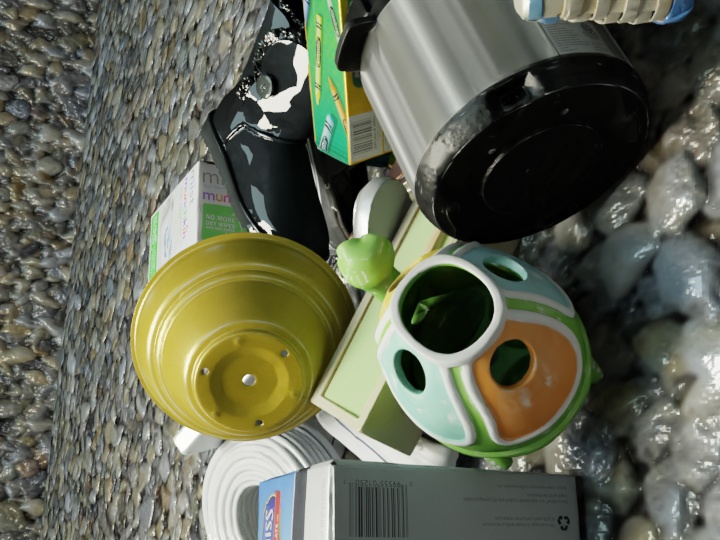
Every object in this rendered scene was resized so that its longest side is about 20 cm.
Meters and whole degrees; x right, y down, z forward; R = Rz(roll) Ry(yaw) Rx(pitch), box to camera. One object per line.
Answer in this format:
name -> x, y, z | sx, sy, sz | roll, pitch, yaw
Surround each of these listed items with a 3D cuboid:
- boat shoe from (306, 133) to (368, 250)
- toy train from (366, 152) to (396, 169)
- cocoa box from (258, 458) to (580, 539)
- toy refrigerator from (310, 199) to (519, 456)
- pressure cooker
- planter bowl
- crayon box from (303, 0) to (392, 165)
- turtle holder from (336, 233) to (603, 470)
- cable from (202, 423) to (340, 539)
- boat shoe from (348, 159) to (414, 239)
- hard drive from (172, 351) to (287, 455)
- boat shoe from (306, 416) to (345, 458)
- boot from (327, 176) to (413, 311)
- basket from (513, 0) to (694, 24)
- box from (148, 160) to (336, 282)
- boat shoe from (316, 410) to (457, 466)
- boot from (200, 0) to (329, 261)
boat shoe -> -0.019, -0.108, 0.949 | 0.066, 0.070, 0.202 | 16, 120, 37
toy train -> 0.049, -0.144, 0.928 | 0.200, 0.084, 0.117 | 32, 124, 58
cocoa box -> 0.039, 0.210, 0.686 | 0.131, 0.199, 0.134 | -31, 55, 59
toy refrigerator -> 0.043, 0.039, 0.800 | 0.076, 0.070, 0.201 | 22, 82, 53
pressure cooker -> 0.092, -0.143, 0.700 | 0.178, 0.176, 0.201 | -33, 59, 17
planter bowl -> -0.095, 0.076, 0.822 | 0.084, 0.199, 0.202 | -112, 37, -68
crayon box -> 0.019, -0.198, 0.782 | 0.058, 0.118, 0.201 | 34, 136, 48
turtle holder -> 0.073, 0.035, 0.678 | 0.140, 0.132, 0.186 | -28, 56, 13
cable -> -0.082, 0.252, 0.979 | 0.199, 0.069, 0.201 | -27, 74, 42
boat shoe -> 0.055, -0.071, 0.898 | 0.200, 0.072, 0.072 | -41, 40, 48
hard drive -> -0.088, 0.102, 0.985 | 0.026, 0.132, 0.200 | 49, 111, 19
boat shoe -> -0.056, 0.180, 1.043 | 0.073, 0.065, 0.202 | 25, 104, 64
boot -> 0.000, 0.000, 0.880 | 0.095, 0.073, 0.201 | 20, 131, 36
basket -> 0.170, -0.228, 0.575 | 0.177, 0.198, 0.140 | -112, 16, -46
box -> -0.112, -0.035, 1.074 | 0.176, 0.199, 0.097 | -30, 57, 57
boat shoe -> 0.026, 0.140, 0.882 | 0.200, 0.073, 0.066 | 33, 103, 52
boot -> -0.057, -0.123, 0.863 | 0.168, 0.076, 0.201 | -51, 59, 37
